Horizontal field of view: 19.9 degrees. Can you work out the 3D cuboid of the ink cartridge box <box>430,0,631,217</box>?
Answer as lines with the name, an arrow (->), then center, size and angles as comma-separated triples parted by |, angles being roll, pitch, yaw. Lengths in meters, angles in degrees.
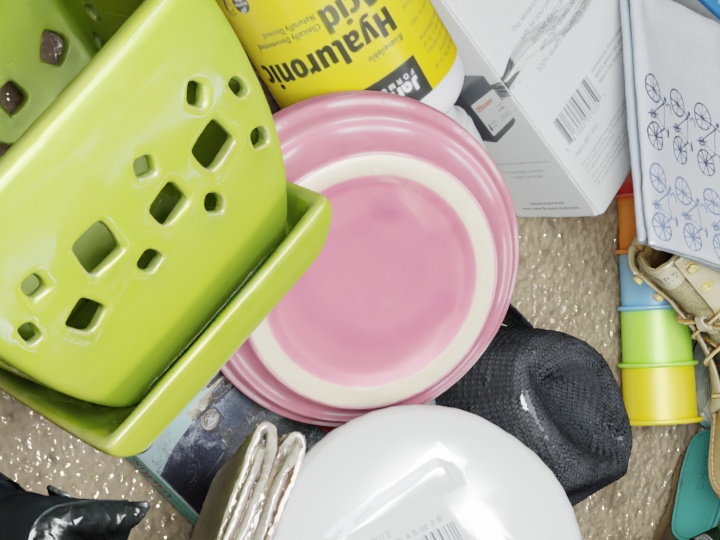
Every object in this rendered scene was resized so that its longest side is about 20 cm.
ink cartridge box -> 0.111, -0.154, 1.330 | 0.200, 0.083, 0.145 | 51, 60, -28

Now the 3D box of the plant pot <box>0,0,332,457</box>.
plant pot -> -0.144, -0.031, 1.034 | 0.200, 0.199, 0.182 | -48, 124, -15

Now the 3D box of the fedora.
fedora -> 0.109, 0.096, 1.297 | 0.200, 0.091, 0.202 | 15, 71, -50

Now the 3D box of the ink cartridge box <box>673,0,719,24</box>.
ink cartridge box -> 0.234, -0.277, 1.434 | 0.144, 0.084, 0.201 | 34, 70, -35

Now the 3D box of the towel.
towel -> -0.072, 0.157, 1.090 | 0.034, 0.200, 0.133 | 21, 74, -6

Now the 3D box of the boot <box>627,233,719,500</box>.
boot -> 0.238, 0.045, 1.368 | 0.155, 0.072, 0.201 | 35, 61, -35

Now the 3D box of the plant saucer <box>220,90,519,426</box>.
plant saucer -> 0.000, 0.000, 1.174 | 0.199, 0.051, 0.202 | -5, 109, -13

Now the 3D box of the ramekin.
ramekin -> 0.031, 0.173, 1.152 | 0.199, 0.098, 0.202 | 2, 70, -7

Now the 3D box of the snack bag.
snack bag -> 0.238, -0.080, 1.345 | 0.199, 0.021, 0.190 | 19, 61, -43

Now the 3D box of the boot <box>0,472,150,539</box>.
boot -> -0.193, 0.113, 1.020 | 0.200, 0.168, 0.077 | 40, 69, -32

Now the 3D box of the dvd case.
dvd case -> -0.055, 0.061, 1.232 | 0.146, 0.022, 0.201 | 50, 60, -28

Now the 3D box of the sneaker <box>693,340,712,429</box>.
sneaker -> 0.308, 0.025, 1.494 | 0.077, 0.086, 0.201 | 27, 73, -37

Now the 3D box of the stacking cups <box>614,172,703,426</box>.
stacking cups -> 0.203, 0.007, 1.432 | 0.060, 0.060, 0.202 | -1, 86, -40

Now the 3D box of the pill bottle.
pill bottle -> -0.006, -0.132, 1.216 | 0.111, 0.111, 0.201 | -47, 118, -30

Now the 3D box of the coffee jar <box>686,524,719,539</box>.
coffee jar -> 0.210, 0.228, 1.346 | 0.199, 0.104, 0.086 | -22, 95, -5

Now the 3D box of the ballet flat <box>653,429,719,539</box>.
ballet flat -> 0.233, 0.210, 1.455 | 0.072, 0.067, 0.201 | 52, 53, -50
